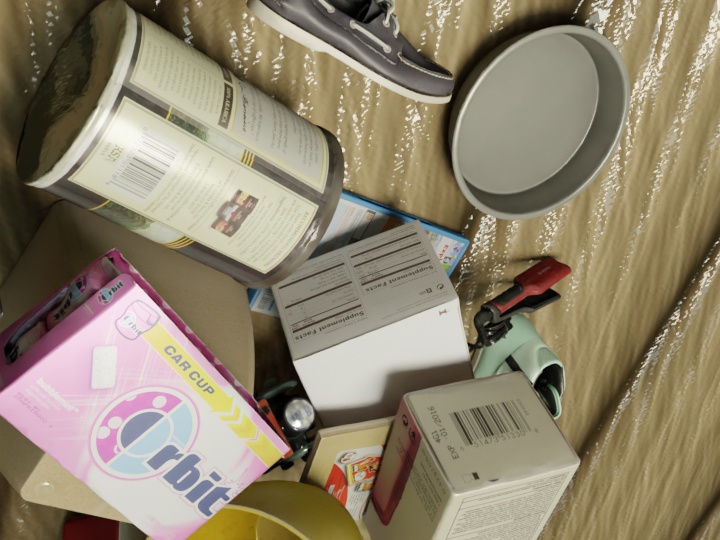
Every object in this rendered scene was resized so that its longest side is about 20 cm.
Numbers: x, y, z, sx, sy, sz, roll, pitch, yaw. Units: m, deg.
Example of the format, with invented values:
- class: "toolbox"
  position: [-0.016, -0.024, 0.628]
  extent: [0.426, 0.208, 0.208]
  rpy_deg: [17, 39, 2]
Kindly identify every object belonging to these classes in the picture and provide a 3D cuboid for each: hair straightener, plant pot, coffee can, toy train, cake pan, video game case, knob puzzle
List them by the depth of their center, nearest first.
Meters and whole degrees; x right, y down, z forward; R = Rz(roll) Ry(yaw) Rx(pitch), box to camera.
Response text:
- class: "coffee can"
  position: [-0.133, -0.090, 0.665]
  extent: [0.200, 0.146, 0.146]
  rpy_deg: [28, 106, -37]
- class: "plant pot"
  position: [-0.203, 0.096, 0.734]
  extent: [0.200, 0.177, 0.200]
  rpy_deg: [27, 106, -37]
- class: "plant pot"
  position: [-0.071, 0.260, 0.740]
  extent: [0.200, 0.200, 0.142]
  rpy_deg: [-62, 170, 19]
- class: "toy train"
  position: [-0.115, 0.168, 0.833]
  extent: [0.114, 0.085, 0.200]
  rpy_deg: [-26, 176, -33]
- class: "cake pan"
  position: [0.171, -0.145, 0.853]
  extent: [0.200, 0.037, 0.201]
  rpy_deg: [-13, 126, -19]
- class: "knob puzzle"
  position: [0.028, 0.194, 0.860]
  extent: [0.219, 0.030, 0.220]
  rpy_deg: [-15, 137, -15]
- class: "video game case"
  position: [0.000, 0.000, 0.877]
  extent: [0.200, 0.018, 0.143]
  rpy_deg: [18, 111, -34]
- class: "hair straightener"
  position: [0.163, 0.050, 0.923]
  extent: [0.200, 0.041, 0.077]
  rpy_deg: [-31, 142, -51]

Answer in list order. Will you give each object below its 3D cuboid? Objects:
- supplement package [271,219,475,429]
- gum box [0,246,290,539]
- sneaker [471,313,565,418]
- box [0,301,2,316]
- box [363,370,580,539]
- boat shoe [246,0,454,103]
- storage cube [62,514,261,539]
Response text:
- class: "supplement package"
  position: [0.019, 0.078, 0.848]
  extent: [0.155, 0.111, 0.200]
  rpy_deg: [-21, 136, -2]
- class: "gum box"
  position: [-0.153, 0.089, 0.597]
  extent: [0.113, 0.066, 0.200]
  rpy_deg: [-40, 127, -7]
- class: "sneaker"
  position: [0.171, 0.155, 1.003]
  extent: [0.074, 0.118, 0.201]
  rpy_deg: [-8, 125, -24]
- class: "box"
  position: [-0.353, -0.037, 0.554]
  extent: [0.124, 0.200, 0.197]
  rpy_deg: [-42, 130, 2]
- class: "box"
  position: [0.093, 0.204, 0.800]
  extent: [0.128, 0.109, 0.200]
  rpy_deg: [-8, 135, -23]
- class: "boat shoe"
  position: [0.007, -0.197, 0.714]
  extent: [0.200, 0.073, 0.063]
  rpy_deg: [19, 114, -30]
- class: "storage cube"
  position: [-0.186, 0.326, 0.849]
  extent: [0.171, 0.200, 0.180]
  rpy_deg: [10, 157, -32]
